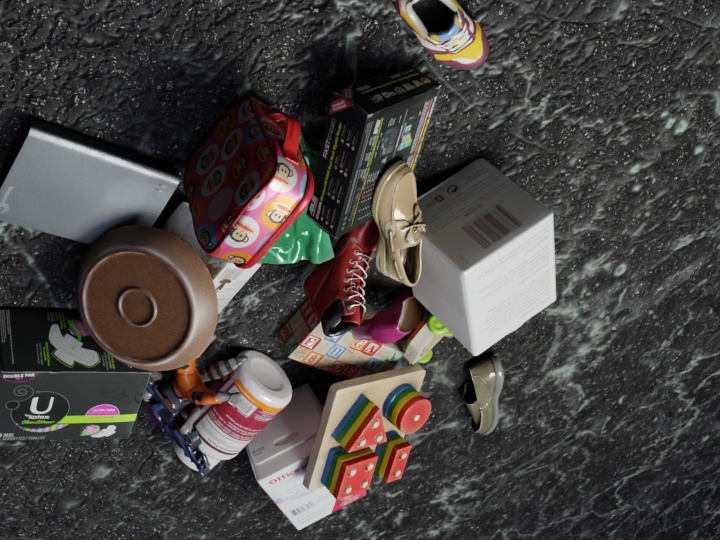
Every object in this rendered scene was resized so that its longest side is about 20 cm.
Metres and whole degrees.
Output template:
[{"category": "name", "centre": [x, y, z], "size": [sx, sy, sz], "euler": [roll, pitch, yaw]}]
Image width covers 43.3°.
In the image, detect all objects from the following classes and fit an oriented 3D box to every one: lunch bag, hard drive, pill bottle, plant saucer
[{"category": "lunch bag", "centre": [-0.133, -0.121, 1.104], "size": [0.082, 0.200, 0.176], "euler": [26, 118, -36]}, {"category": "hard drive", "centre": [-0.347, -0.100, 1.139], "size": [0.199, 0.033, 0.140], "euler": [17, 123, -37]}, {"category": "pill bottle", "centre": [-0.212, 0.232, 1.474], "size": [0.113, 0.113, 0.200], "euler": [26, 117, -41]}, {"category": "plant saucer", "centre": [-0.283, 0.043, 1.173], "size": [0.199, 0.035, 0.201], "euler": [4, 109, 11]}]

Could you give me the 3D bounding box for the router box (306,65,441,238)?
[{"category": "router box", "centre": [0.016, -0.157, 1.199], "size": [0.150, 0.062, 0.201], "euler": [-28, 147, -41]}]

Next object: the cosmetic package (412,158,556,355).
[{"category": "cosmetic package", "centre": [0.176, -0.019, 1.357], "size": [0.167, 0.166, 0.200], "euler": [-32, 140, -16]}]

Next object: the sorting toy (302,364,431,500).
[{"category": "sorting toy", "centre": [0.023, 0.269, 1.485], "size": [0.199, 0.070, 0.200], "euler": [-7, 122, -42]}]

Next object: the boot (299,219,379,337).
[{"category": "boot", "centre": [0.000, 0.000, 1.329], "size": [0.072, 0.145, 0.200], "euler": [22, 118, -38]}]

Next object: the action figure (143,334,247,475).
[{"category": "action figure", "centre": [-0.254, 0.205, 1.405], "size": [0.193, 0.201, 0.105], "euler": [-31, -178, 35]}]

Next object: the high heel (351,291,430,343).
[{"category": "high heel", "centre": [0.082, 0.070, 1.441], "size": [0.096, 0.068, 0.199], "euler": [-10, -179, 44]}]

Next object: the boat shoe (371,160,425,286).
[{"category": "boat shoe", "centre": [0.062, -0.062, 1.244], "size": [0.071, 0.064, 0.201], "euler": [-38, 146, -28]}]

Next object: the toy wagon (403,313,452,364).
[{"category": "toy wagon", "centre": [0.151, 0.075, 1.517], "size": [0.200, 0.040, 0.155], "euler": [-43, 168, -22]}]

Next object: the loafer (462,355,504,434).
[{"category": "loafer", "centre": [0.227, 0.240, 1.742], "size": [0.069, 0.075, 0.201], "euler": [-5, 130, -6]}]

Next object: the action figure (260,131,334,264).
[{"category": "action figure", "centre": [-0.089, -0.102, 1.250], "size": [0.118, 0.055, 0.201], "euler": [-7, 127, -18]}]

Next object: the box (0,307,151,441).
[{"category": "box", "centre": [-0.417, 0.148, 1.282], "size": [0.199, 0.125, 0.149], "euler": [4, 130, -28]}]

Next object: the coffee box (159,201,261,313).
[{"category": "coffee box", "centre": [-0.246, 0.018, 1.235], "size": [0.200, 0.115, 0.080], "euler": [-46, 159, 21]}]

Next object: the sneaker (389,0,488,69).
[{"category": "sneaker", "centre": [0.103, -0.298, 1.126], "size": [0.075, 0.090, 0.200], "euler": [-43, 135, 18]}]

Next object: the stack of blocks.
[{"category": "stack of blocks", "centre": [-0.019, 0.110, 1.490], "size": [0.200, 0.059, 0.115], "euler": [25, 117, -41]}]

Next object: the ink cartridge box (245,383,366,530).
[{"category": "ink cartridge box", "centre": [-0.102, 0.328, 1.599], "size": [0.145, 0.145, 0.200], "euler": [-26, 138, -2]}]
